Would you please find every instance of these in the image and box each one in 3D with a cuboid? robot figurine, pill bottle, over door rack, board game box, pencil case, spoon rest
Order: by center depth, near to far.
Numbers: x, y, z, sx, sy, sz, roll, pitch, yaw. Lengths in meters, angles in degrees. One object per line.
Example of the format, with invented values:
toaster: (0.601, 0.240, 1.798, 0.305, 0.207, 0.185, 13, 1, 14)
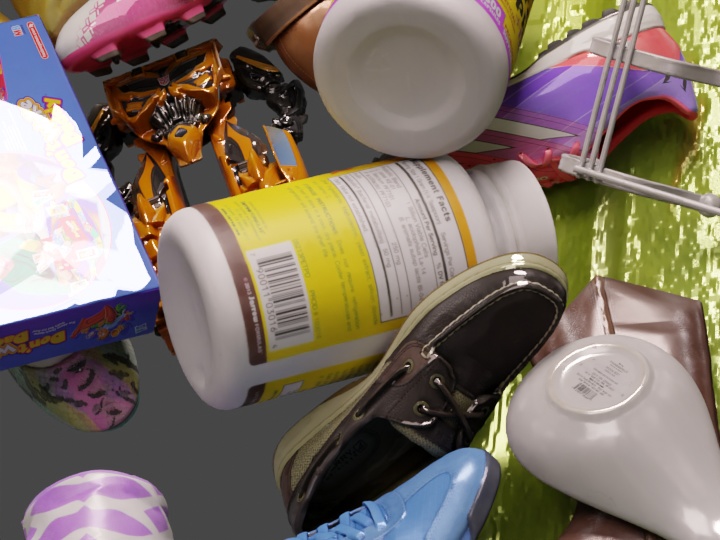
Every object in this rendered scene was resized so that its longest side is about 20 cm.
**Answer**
spoon rest: (0.149, 0.095, 1.477, 0.099, 0.061, 0.200, -32, 40, -17)
pencil case: (-0.133, 0.202, 1.551, 0.085, 0.084, 0.201, -34, 44, 33)
over door rack: (0.208, -0.093, 1.571, 0.200, 0.067, 0.148, 21, 101, 38)
pill bottle: (0.000, 0.000, 1.596, 0.199, 0.109, 0.109, -14, 49, -19)
pill bottle: (0.042, -0.151, 1.637, 0.104, 0.105, 0.200, -6, 30, 16)
board game box: (-0.208, -0.041, 1.660, 0.134, 0.045, 0.200, -14, 59, -21)
robot figurine: (-0.091, -0.053, 1.722, 0.145, 0.058, 0.200, -22, 52, 1)

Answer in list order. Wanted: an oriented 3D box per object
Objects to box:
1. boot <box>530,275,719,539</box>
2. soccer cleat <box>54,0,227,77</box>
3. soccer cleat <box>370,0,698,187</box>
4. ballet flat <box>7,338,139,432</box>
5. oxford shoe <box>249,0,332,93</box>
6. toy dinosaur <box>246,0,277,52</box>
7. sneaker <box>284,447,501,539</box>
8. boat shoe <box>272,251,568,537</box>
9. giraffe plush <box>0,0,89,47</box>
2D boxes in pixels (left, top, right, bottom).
boot: (0.104, 0.101, 1.540, 0.186, 0.064, 0.200, -11, 55, -2)
soccer cleat: (-0.099, -0.186, 1.735, 0.200, 0.070, 0.087, -29, 86, -9)
soccer cleat: (0.092, -0.072, 1.670, 0.200, 0.068, 0.073, -30, 77, 5)
ballet flat: (-0.188, 0.008, 1.707, 0.069, 0.071, 0.200, -30, 52, -2)
oxford shoe: (0.030, -0.173, 1.770, 0.200, 0.071, 0.071, -39, 90, -19)
toy dinosaur: (-0.042, -0.210, 1.823, 0.088, 0.048, 0.200, 18, 63, 13)
sneaker: (-0.014, 0.155, 1.508, 0.200, 0.078, 0.066, -47, 11, 2)
boat shoe: (0.035, 0.072, 1.547, 0.200, 0.073, 0.065, -45, 33, 25)
giraffe plush: (-0.254, -0.207, 1.842, 0.173, 0.200, 0.162, -52, 19, 5)
